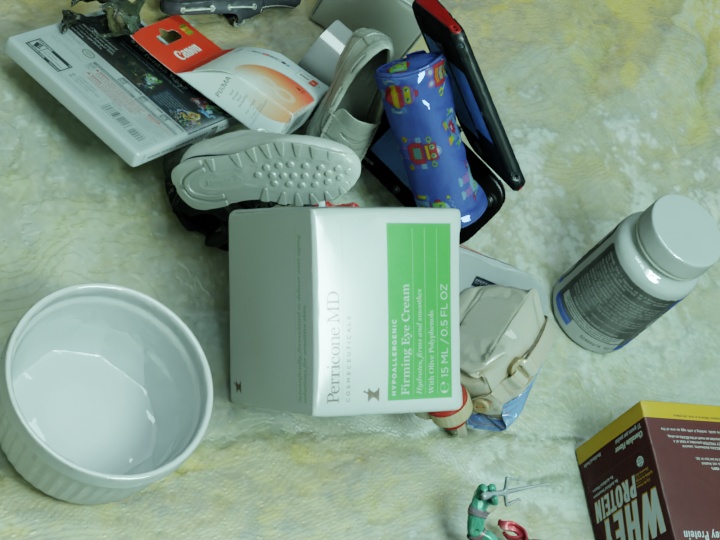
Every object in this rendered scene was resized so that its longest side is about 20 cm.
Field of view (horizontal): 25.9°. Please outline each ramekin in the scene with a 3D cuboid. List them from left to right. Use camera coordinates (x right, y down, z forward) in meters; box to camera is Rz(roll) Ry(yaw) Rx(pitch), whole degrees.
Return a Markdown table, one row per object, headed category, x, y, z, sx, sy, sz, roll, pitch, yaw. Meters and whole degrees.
| category | x | y | z | sx | sy | sz | roll | pitch | yaw |
| --- | --- | --- | --- | --- | --- | --- | --- | --- | --- |
| ramekin | -0.247 | 0.122 | 1.462 | 0.199 | 0.105 | 0.201 | 14 | 56 | -22 |

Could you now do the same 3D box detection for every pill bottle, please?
| category | x | y | z | sx | sy | sz | roll | pitch | yaw |
| --- | --- | --- | --- | --- | --- | --- | --- | --- | --- |
| pill bottle | 0.318 | 0.003 | 1.800 | 0.113 | 0.200 | 0.114 | 14 | 55 | -22 |

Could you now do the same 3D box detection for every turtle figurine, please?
| category | x | y | z | sx | sy | sz | roll | pitch | yaw |
| --- | --- | --- | --- | --- | --- | --- | --- | --- | --- |
| turtle figurine | 0.133 | 0.304 | 1.572 | 0.199 | 0.101 | 0.150 | -25 | 60 | -23 |

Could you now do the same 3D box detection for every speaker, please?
| category | x | y | z | sx | sy | sz | roll | pitch | yaw |
| --- | --- | --- | --- | --- | --- | --- | --- | --- | --- |
| speaker | 0.021 | -0.201 | 1.837 | 0.200 | 0.081 | 0.081 | 41 | 49 | -1 |

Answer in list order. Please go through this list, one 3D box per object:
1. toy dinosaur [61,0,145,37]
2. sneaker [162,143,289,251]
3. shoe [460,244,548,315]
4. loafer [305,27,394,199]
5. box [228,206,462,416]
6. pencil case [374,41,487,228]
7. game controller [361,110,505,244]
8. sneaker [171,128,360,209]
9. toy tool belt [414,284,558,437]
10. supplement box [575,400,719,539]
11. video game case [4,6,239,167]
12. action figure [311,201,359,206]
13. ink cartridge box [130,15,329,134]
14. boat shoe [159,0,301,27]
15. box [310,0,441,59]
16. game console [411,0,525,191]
| category | x | y | z | sx | sy | sz | roll | pitch | yaw |
| --- | --- | --- | --- | --- | --- | --- | --- | --- | --- |
| toy dinosaur | -0.273 | -0.281 | 1.690 | 0.088 | 0.048 | 0.200 | 6 | 21 | -3 |
| sneaker | -0.109 | -0.075 | 1.679 | 0.198 | 0.076 | 0.115 | -1 | 66 | -18 |
| shoe | 0.126 | 0.005 | 1.773 | 0.200 | 0.072 | 0.091 | 25 | 10 | -43 |
| loafer | -0.012 | -0.168 | 1.731 | 0.070 | 0.201 | 0.070 | 9 | 19 | -23 |
| box | -0.018 | 0.036 | 1.545 | 0.171 | 0.200 | 0.200 | -1 | 91 | -27 |
| pencil case | 0.078 | -0.144 | 1.694 | 0.087 | 0.078 | 0.201 | -56 | 134 | -55 |
| game controller | 0.071 | -0.122 | 1.782 | 0.200 | 0.104 | 0.042 | 45 | 19 | -1 |
| sneaker | -0.091 | -0.114 | 1.584 | 0.199 | 0.077 | 0.081 | 1 | 33 | 19 |
| toy tool belt | 0.139 | 0.118 | 1.679 | 0.200 | 0.124 | 0.123 | -57 | 140 | -36 |
| supplement box | 0.368 | 0.265 | 1.708 | 0.196 | 0.133 | 0.201 | 6 | 58 | -27 |
| video game case | -0.249 | -0.201 | 1.674 | 0.200 | 0.023 | 0.182 | 41 | 38 | 15 |
| action figure | 0.000 | 0.000 | 1.706 | 0.200 | 0.065 | 0.099 | 51 | 41 | 7 |
| ink cartridge box | -0.139 | -0.229 | 1.733 | 0.200 | 0.050 | 0.162 | 39 | 22 | 0 |
| boat shoe | -0.153 | -0.321 | 1.836 | 0.199 | 0.063 | 0.073 | 0 | 24 | -43 |
| box | 0.041 | -0.371 | 1.936 | 0.128 | 0.109 | 0.200 | 32 | 51 | -9 |
| game console | 0.116 | -0.197 | 1.717 | 0.177 | 0.031 | 0.201 | -112 | 176 | -65 |
